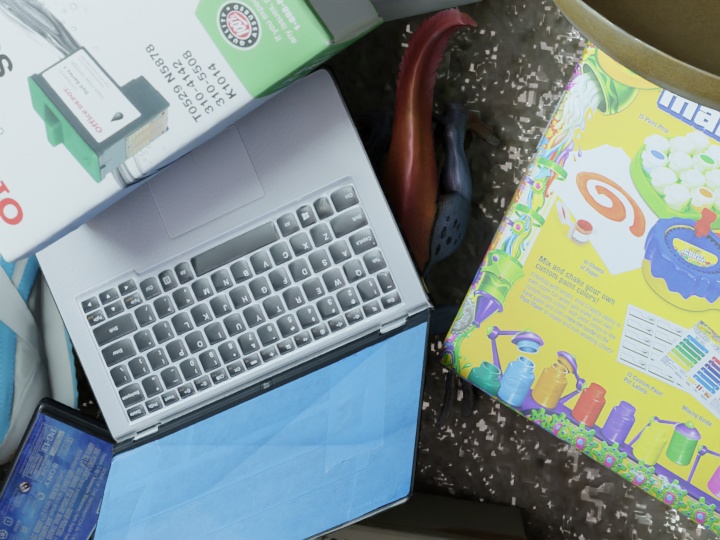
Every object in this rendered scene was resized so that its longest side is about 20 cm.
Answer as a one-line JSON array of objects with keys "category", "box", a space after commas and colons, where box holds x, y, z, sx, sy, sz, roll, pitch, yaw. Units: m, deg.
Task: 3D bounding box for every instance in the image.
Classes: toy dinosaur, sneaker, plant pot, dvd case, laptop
[{"category": "toy dinosaur", "box": [0.000, 0.000, 1.259, 0.105, 0.200, 0.182, 7, 57, 14]}, {"category": "sneaker", "box": [-0.205, 0.004, 1.335, 0.076, 0.081, 0.200, -9, 95, 45]}, {"category": "plant pot", "box": [0.164, -0.117, 1.143, 0.200, 0.200, 0.028, 31, 123, 18]}, {"category": "dvd case", "box": [-0.104, 0.168, 1.344, 0.200, 0.018, 0.143, 24, 98, -7]}, {"category": "laptop", "box": [-0.073, 0.034, 1.199, 0.187, 0.116, 0.200, -24, 88, 23]}]

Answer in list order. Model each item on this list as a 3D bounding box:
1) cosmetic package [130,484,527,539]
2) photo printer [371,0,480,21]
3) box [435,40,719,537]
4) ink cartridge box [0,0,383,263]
[{"category": "cosmetic package", "box": [-0.022, 0.162, 1.296, 0.200, 0.071, 0.105, 8, 104, -3]}, {"category": "photo printer", "box": [-0.050, -0.192, 1.256, 0.200, 0.069, 0.167, -13, 92, -2]}, {"category": "box", "box": [0.176, 0.002, 1.194, 0.200, 0.122, 0.193, 32, 110, 18]}, {"category": "ink cartridge box", "box": [-0.116, -0.116, 1.184, 0.200, 0.084, 0.146, -33, 93, 23]}]
